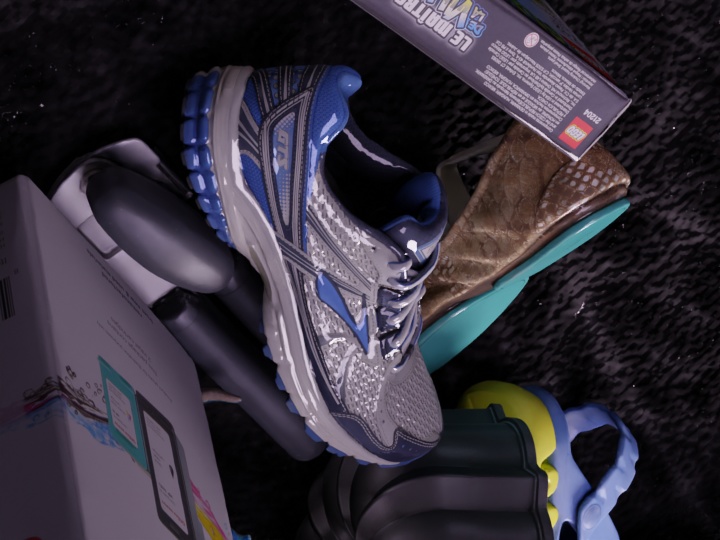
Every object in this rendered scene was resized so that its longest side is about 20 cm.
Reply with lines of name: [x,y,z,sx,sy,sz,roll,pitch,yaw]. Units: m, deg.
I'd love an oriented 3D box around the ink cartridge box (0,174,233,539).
ink cartridge box: [-0.143,0.103,0.993,0.146,0.201,0.146,-27,136,12]

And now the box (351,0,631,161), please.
box: [0.013,-0.124,0.980,0.035,0.110,0.200,-47,134,12]

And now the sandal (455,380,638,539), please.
sandal: [0.094,0.143,1.252,0.087,0.079,0.201,-13,119,-33]

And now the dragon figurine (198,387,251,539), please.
dragon figurine: [-0.088,0.123,1.159,0.099,0.059,0.201,16,117,-38]

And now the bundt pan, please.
bundt pan: [0.016,0.157,1.158,0.075,0.202,0.203,9,122,-17]

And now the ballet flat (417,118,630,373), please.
ballet flat: [0.048,-0.013,1.111,0.070,0.066,0.200,-23,167,-39]

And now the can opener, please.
can opener: [-0.059,0.021,1.084,0.053,0.067,0.200,-37,128,7]

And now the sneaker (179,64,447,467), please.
sneaker: [0.000,0.000,1.052,0.085,0.077,0.201,-13,124,23]
